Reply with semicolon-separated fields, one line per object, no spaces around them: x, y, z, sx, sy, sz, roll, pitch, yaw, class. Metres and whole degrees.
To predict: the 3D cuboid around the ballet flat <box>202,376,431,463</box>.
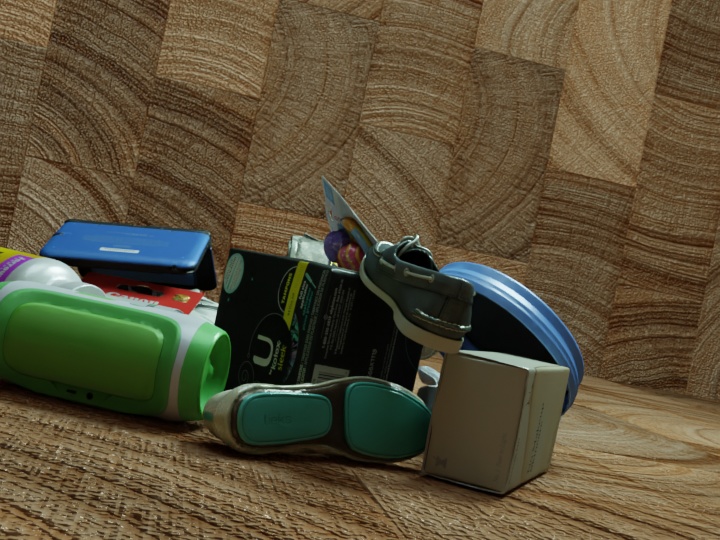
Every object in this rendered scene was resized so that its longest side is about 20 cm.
-0.031;0.114;0.754;0.199;0.068;0.062;13;-11;-35;ballet flat

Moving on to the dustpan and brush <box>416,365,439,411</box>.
0.104;0.147;1.068;0.139;0.058;0.200;12;-1;-23;dustpan and brush

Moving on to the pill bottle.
-0.341;0.032;0.935;0.199;0.105;0.104;11;-1;28;pill bottle

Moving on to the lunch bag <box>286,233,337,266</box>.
-0.046;0.054;1.434;0.163;0.201;0.118;12;-2;-9;lunch bag

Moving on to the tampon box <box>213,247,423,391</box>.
-0.049;0.069;0.954;0.126;0.151;0.200;13;-2;-36;tampon box

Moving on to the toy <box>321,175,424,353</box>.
0.000;0.000;1.060;0.200;0.047;0.115;48;-21;33;toy

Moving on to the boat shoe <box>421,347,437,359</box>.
0.004;0.074;1.145;0.199;0.072;0.065;17;26;-8;boat shoe

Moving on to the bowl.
0.146;0.072;1.006;0.200;0.039;0.201;36;-24;19;bowl

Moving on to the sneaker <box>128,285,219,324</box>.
-0.262;0.059;1.336;0.199;0.076;0.088;20;36;23;sneaker

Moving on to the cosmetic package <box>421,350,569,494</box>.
0.123;0.126;0.834;0.073;0.104;0.200;12;0;21;cosmetic package

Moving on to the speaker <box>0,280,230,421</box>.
-0.211;0.065;0.780;0.199;0.089;0.088;11;-1;9;speaker

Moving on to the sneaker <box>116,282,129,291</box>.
-0.294;0.058;1.202;0.199;0.083;0.072;11;-1;2;sneaker

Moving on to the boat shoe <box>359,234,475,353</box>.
0.050;0.005;0.812;0.072;0.062;0.200;16;15;-16;boat shoe

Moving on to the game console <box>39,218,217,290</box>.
-0.302;0.003;1.277;0.199;0.119;0.171;4;24;1;game console

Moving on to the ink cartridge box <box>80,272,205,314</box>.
-0.284;0.038;1.109;0.160;0.050;0.200;11;27;6;ink cartridge box
